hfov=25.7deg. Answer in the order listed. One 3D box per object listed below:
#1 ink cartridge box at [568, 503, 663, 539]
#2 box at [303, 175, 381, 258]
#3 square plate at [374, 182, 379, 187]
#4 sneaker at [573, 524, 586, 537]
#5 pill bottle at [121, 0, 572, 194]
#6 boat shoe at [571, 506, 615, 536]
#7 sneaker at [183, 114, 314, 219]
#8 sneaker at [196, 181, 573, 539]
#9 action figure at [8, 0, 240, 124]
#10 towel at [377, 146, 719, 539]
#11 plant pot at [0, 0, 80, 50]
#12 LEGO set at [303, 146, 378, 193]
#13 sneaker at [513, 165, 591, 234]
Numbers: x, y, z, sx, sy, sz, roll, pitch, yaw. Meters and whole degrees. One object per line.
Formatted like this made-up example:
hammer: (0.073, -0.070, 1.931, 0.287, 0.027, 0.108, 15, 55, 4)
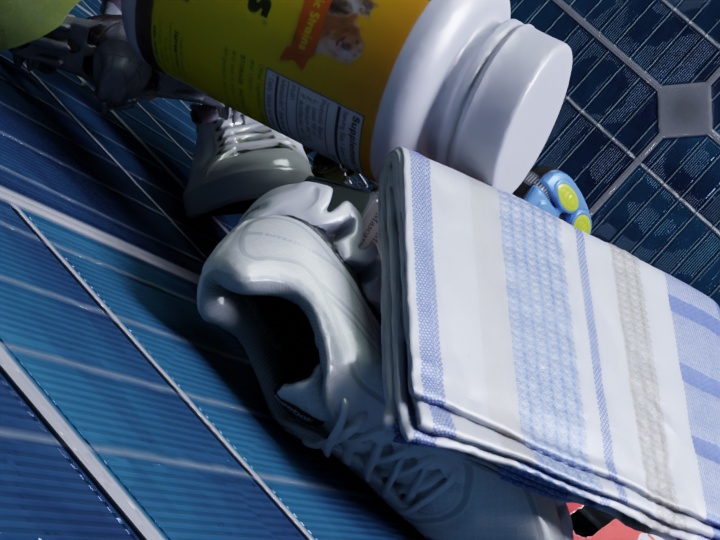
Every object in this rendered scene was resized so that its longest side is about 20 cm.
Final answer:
ink cartridge box: (0.179, 0.153, 0.743, 0.160, 0.050, 0.200, -26, 62, -36)
box: (0.034, 0.044, 0.782, 0.200, 0.083, 0.068, 38, -11, -32)
square plate: (0.083, 0.004, 0.842, 0.198, 0.028, 0.200, 44, 4, 25)
sneaker: (0.176, 0.171, 0.989, 0.200, 0.074, 0.088, 42, 10, -24)
pill bottle: (-0.006, -0.109, 0.738, 0.198, 0.110, 0.109, 27, 0, 17)
boat shoe: (0.090, 0.107, 0.909, 0.201, 0.063, 0.073, 43, -15, -20)
sneaker: (-0.070, -0.075, 0.909, 0.200, 0.072, 0.086, -152, -123, -79)
sneaker: (0.007, 0.060, 0.646, 0.200, 0.075, 0.081, 49, 30, 0)
action figure: (-0.121, -0.125, 0.870, 0.129, 0.070, 0.201, 24, 24, -9)
towel: (0.089, 0.038, 0.668, 0.198, 0.024, 0.148, 23, 46, -28)
plant pot: (-0.188, -0.197, 0.669, 0.200, 0.199, 0.190, 47, -7, 41)
LEGO set: (-0.029, -0.042, 1.087, 0.201, 0.115, 0.154, 55, 21, -17)
sneaker: (0.097, -0.014, 1.036, 0.083, 0.070, 0.200, 53, -14, 16)
